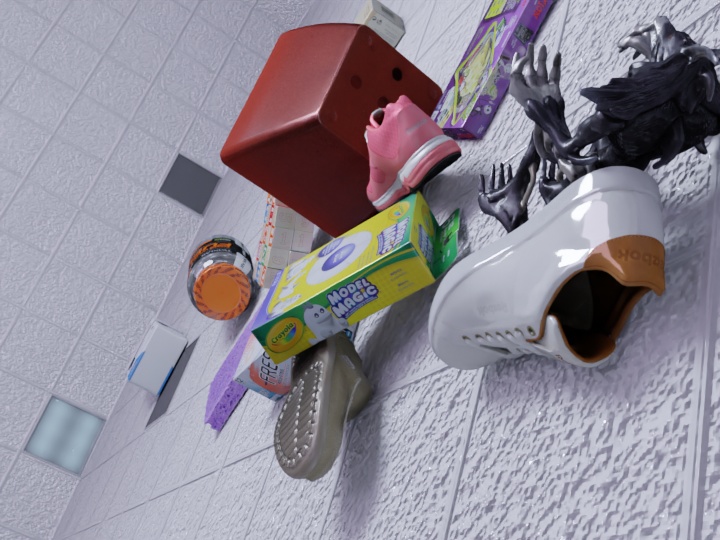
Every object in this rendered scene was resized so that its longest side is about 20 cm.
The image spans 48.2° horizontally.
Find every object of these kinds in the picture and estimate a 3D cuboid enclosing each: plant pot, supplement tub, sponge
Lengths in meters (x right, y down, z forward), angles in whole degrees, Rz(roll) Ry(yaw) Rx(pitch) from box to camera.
[{"bbox_3d":[-0.018,-0.181,0.976,0.175,0.199,0.202,-9,53,58],"label":"plant pot"},{"bbox_3d":[-0.250,0.013,1.451,0.124,0.122,0.200,-59,17,7],"label":"supplement tub"},{"bbox_3d":[-0.168,0.127,1.183,0.201,0.030,0.112,-56,17,19],"label":"sponge"}]

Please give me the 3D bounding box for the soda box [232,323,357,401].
[{"bbox_3d":[-0.075,0.080,0.921,0.200,0.063,0.069,-42,24,49],"label":"soda box"}]

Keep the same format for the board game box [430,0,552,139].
[{"bbox_3d":[0.141,-0.231,0.844,0.202,0.032,0.120,-62,12,1],"label":"board game box"}]

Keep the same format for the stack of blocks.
[{"bbox_3d":[-0.103,-0.076,1.163,0.115,0.058,0.203,-158,78,-74],"label":"stack of blocks"}]

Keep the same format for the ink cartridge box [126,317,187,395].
[{"bbox_3d":[-0.490,0.202,1.929,0.146,0.084,0.200,-63,16,-7],"label":"ink cartridge box"}]

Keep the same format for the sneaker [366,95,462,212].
[{"bbox_3d":[0.039,-0.121,0.810,0.073,0.087,0.200,-35,1,-14],"label":"sneaker"}]

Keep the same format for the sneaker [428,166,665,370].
[{"bbox_3d":[0.098,0.027,0.474,0.200,0.072,0.086,129,150,-51],"label":"sneaker"}]

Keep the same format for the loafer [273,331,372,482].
[{"bbox_3d":[-0.025,0.111,0.709,0.076,0.068,0.201,-48,17,25],"label":"loafer"}]

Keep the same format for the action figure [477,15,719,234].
[{"bbox_3d":[0.140,-0.092,0.468,0.200,0.117,0.104,133,127,-61],"label":"action figure"}]

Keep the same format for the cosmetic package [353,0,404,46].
[{"bbox_3d":[-0.006,-0.374,1.439,0.201,0.073,0.104,-53,18,23],"label":"cosmetic package"}]

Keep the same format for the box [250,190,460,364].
[{"bbox_3d":[0.000,0.000,0.734,0.198,0.049,0.118,-27,20,19],"label":"box"}]
